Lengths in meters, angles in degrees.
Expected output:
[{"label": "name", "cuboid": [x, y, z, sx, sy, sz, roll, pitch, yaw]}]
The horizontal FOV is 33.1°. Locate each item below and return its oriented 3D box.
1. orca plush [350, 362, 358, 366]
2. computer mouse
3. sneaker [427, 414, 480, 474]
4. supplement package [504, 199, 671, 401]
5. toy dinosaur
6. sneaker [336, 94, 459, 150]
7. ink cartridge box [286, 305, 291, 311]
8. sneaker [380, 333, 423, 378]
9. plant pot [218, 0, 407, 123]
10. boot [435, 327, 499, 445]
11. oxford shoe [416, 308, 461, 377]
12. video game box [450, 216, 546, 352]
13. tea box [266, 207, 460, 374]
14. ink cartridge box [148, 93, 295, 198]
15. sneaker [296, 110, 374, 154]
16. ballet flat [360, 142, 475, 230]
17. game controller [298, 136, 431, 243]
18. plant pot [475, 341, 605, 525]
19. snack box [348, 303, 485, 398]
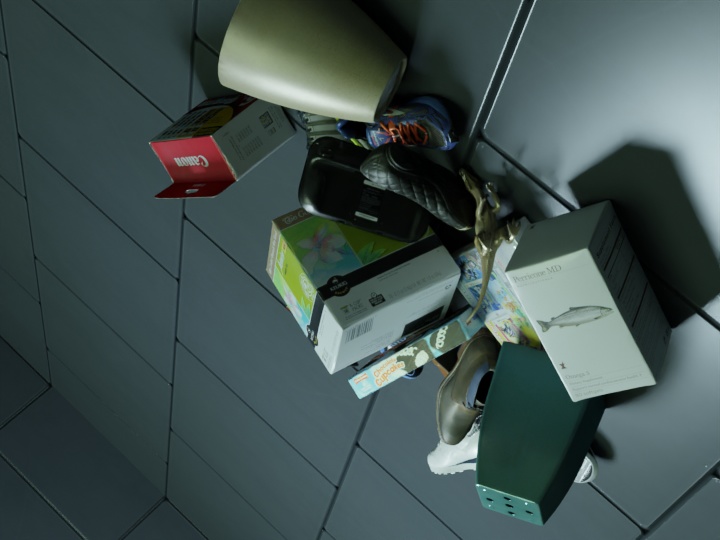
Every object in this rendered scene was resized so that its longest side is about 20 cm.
[{"label": "orca plush", "cuboid": [-0.019, 0.095, 1.954, 0.104, 0.200, 0.072, -6, 102, 25]}, {"label": "computer mouse", "cuboid": [0.273, 0.246, 1.822, 0.199, 0.044, 0.110, 34, 135, 13]}, {"label": "sneaker", "cuboid": [0.169, 0.287, 2.018, 0.200, 0.076, 0.081, -28, 91, 56]}, {"label": "supplement package", "cuboid": [0.278, 0.038, 1.467, 0.116, 0.118, 0.201, -17, 114, 34]}, {"label": "toy dinosaur", "cuboid": [0.165, -0.039, 1.562, 0.101, 0.058, 0.202, 138, 130, -76]}, {"label": "sneaker", "cuboid": [0.048, -0.184, 1.587, 0.199, 0.078, 0.076, 16, 139, 45]}, {"label": "ink cartridge box", "cuboid": [-0.006, 0.033, 1.798, 0.109, 0.200, 0.051, 37, 151, 19]}, {"label": "sneaker", "cuboid": [0.072, 0.097, 1.906, 0.078, 0.070, 0.201, 25, 143, 47]}, {"label": "plant pot", "cuboid": [-0.049, -0.273, 1.534, 0.199, 0.188, 0.188, 29, 148, 7]}, {"label": "boot", "cuboid": [0.160, 0.193, 1.790, 0.074, 0.097, 0.202, 10, 115, -10]}, {"label": "oxford shoe", "cuboid": [0.128, 0.123, 1.865, 0.201, 0.071, 0.071, 57, 157, -16]}, {"label": "video game box", "cuboid": [0.223, 0.038, 1.651, 0.201, 0.047, 0.182, 52, 149, -6]}, {"label": "tea box", "cuboid": [0.000, 0.000, 1.705, 0.197, 0.199, 0.134, 55, 155, 24]}, {"label": "ink cartridge box", "cuboid": [-0.229, -0.191, 1.859, 0.199, 0.175, 0.084, 2, 128, 52]}, {"label": "sneaker", "cuboid": [-0.055, -0.198, 1.692, 0.200, 0.081, 0.074, 43, 172, 11]}, {"label": "ballet flat", "cuboid": [0.082, -0.109, 1.588, 0.057, 0.067, 0.199, -22, 140, 38]}, {"label": "game controller", "cuboid": [0.013, -0.106, 1.619, 0.199, 0.105, 0.042, 16, -173, -25]}, {"label": "plant pot", "cuboid": [0.236, 0.230, 1.650, 0.140, 0.201, 0.142, 14, 154, 21]}, {"label": "snack box", "cuboid": [0.086, 0.112, 1.755, 0.199, 0.116, 0.037, -31, 90, 24]}]
